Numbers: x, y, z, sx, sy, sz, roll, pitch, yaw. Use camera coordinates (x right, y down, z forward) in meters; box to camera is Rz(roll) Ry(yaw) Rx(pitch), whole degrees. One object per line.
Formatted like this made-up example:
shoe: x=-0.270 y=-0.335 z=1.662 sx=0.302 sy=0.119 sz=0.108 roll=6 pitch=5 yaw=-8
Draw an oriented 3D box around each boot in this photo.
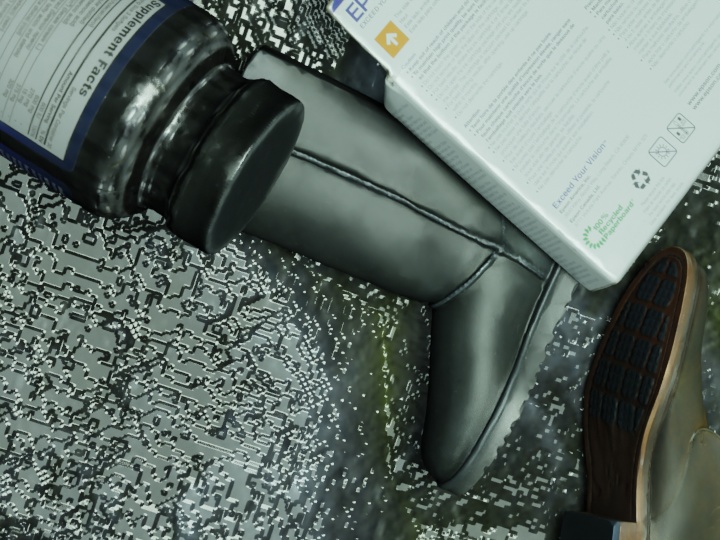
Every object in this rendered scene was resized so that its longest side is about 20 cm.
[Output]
boot: x=0.000 y=-0.001 z=1.238 sx=0.200 sy=0.066 sz=0.165 roll=26 pitch=83 yaw=-11
boot: x=0.170 y=0.092 z=1.276 sx=0.097 sy=0.075 sz=0.201 roll=12 pitch=94 yaw=-25

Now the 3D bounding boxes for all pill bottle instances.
pill bottle: x=-0.132 y=-0.095 z=1.167 sx=0.200 sy=0.112 sz=0.112 roll=32 pitch=90 yaw=9

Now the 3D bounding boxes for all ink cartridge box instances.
ink cartridge box: x=0.105 y=-0.126 z=1.228 sx=0.200 sy=0.041 sz=0.200 roll=43 pitch=70 yaw=-9
